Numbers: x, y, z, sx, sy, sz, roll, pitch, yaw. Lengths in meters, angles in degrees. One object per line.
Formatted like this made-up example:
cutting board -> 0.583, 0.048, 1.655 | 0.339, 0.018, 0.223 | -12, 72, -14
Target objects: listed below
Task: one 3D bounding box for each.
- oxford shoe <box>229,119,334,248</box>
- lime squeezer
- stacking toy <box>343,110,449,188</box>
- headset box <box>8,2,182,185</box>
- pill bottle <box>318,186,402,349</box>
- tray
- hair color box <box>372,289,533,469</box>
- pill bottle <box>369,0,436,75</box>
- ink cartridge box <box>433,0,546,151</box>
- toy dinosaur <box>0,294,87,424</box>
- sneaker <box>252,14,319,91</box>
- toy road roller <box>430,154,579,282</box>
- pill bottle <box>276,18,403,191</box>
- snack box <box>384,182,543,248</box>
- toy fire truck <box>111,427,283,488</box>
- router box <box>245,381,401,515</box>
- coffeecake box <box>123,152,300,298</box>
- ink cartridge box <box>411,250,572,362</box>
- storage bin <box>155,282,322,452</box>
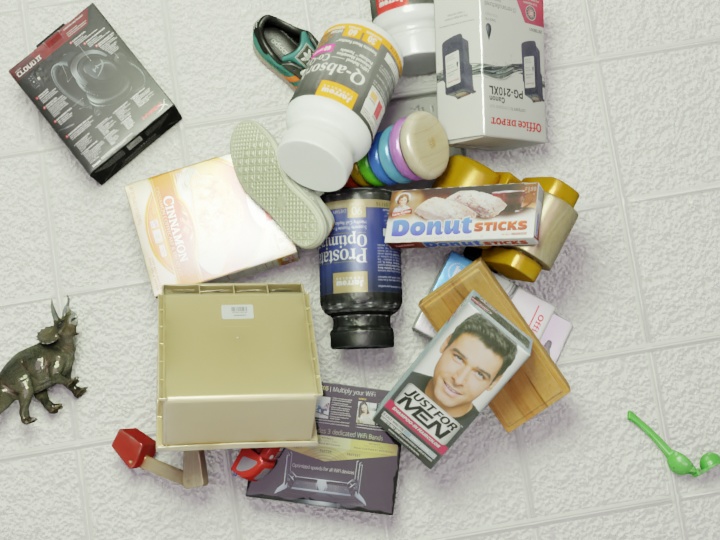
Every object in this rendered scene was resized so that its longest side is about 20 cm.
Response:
oxford shoe -> -0.101, -0.109, 1.330 | 0.075, 0.057, 0.201 | -45, 71, 23
lime squeezer -> 0.451, 0.243, 1.385 | 0.196, 0.038, 0.072 | 10, 53, 1
stacking toy -> 0.019, -0.142, 1.355 | 0.084, 0.198, 0.087 | 12, 72, -43
headset box -> -0.362, -0.244, 1.399 | 0.148, 0.077, 0.201 | -40, 85, -5
pill bottle -> 0.000, 0.000, 1.360 | 0.109, 0.112, 0.204 | -2, 84, -1
tray -> 0.170, 0.095, 1.315 | 0.098, 0.037, 0.201 | -35, 93, 12
hair color box -> 0.114, 0.136, 1.284 | 0.099, 0.061, 0.201 | 38, 109, 2
pill bottle -> 0.066, -0.377, 1.399 | 0.112, 0.114, 0.204 | -7, 84, -1
ink cartridge box -> 0.171, -0.265, 1.358 | 0.143, 0.083, 0.204 | -2, 90, -45
toy dinosaur -> -0.428, 0.138, 1.370 | 0.199, 0.077, 0.103 | -41, 74, 0
sneaker -> -0.067, -0.272, 1.402 | 0.199, 0.080, 0.072 | 36, 82, 3
toy road roller -> 0.170, -0.075, 1.329 | 0.145, 0.200, 0.124 | 31, 84, -19
pill bottle -> -0.027, -0.207, 1.298 | 0.115, 0.117, 0.202 | 21, 61, 1
snack box -> 0.126, -0.067, 1.282 | 0.197, 0.024, 0.073 | -1, 70, 28
toy fire truck -> -0.208, 0.227, 1.334 | 0.198, 0.049, 0.142 | 32, 92, 18
router box -> -0.044, 0.228, 1.365 | 0.196, 0.052, 0.161 | 8, 83, 0
coffeecake box -> -0.196, -0.063, 1.384 | 0.196, 0.073, 0.156 | -17, 84, -3
ink cartridge box -> 0.180, 0.072, 1.377 | 0.198, 0.067, 0.117 | 27, 85, 2
storage bin -> -0.157, 0.114, 1.296 | 0.196, 0.095, 0.201 | 0, 44, -11
